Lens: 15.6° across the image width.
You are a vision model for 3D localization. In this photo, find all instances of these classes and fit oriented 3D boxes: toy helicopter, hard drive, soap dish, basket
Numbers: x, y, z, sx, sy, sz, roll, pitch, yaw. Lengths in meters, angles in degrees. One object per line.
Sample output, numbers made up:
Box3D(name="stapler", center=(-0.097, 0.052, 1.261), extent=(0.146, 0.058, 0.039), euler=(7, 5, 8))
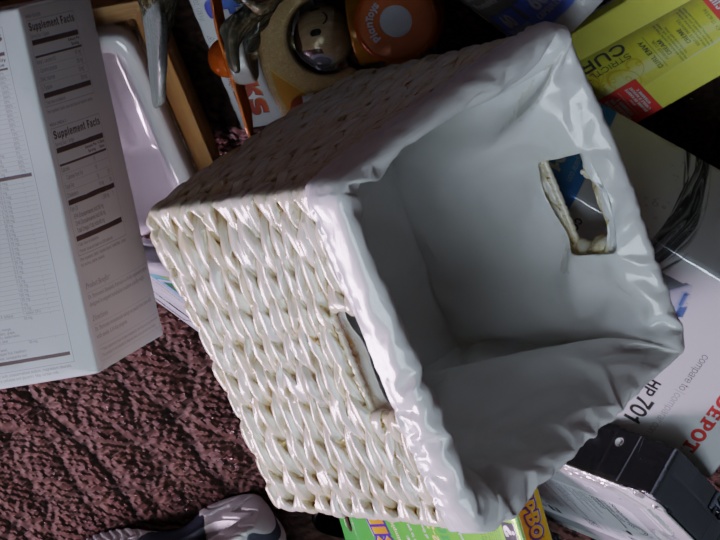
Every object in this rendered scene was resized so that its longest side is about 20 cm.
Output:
Box3D(name="toy helicopter", center=(-0.035, -0.089, 1.483), extent=(0.132, 0.079, 0.201), euler=(16, 99, 3))
Box3D(name="hard drive", center=(0.136, 0.125, 1.574), extent=(0.200, 0.038, 0.140), euler=(18, 161, 43))
Box3D(name="soap dish", center=(-0.188, -0.091, 1.567), extent=(0.199, 0.081, 0.158), euler=(-8, 127, 19))
Box3D(name="basket", center=(0.029, 0.006, 1.349), extent=(0.160, 0.200, 0.199), euler=(-7, 113, 45))

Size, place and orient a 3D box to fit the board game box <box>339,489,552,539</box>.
Box3D(name="board game box", center=(0.046, 0.151, 1.606), extent=(0.200, 0.030, 0.096), euler=(3, 114, 53))

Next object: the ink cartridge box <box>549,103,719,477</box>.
Box3D(name="ink cartridge box", center=(0.153, 0.005, 1.485), extent=(0.200, 0.086, 0.147), euler=(30, 135, 2))

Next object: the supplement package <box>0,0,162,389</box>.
Box3D(name="supplement package", center=(-0.195, -0.043, 1.446), extent=(0.113, 0.110, 0.201), euler=(-9, 97, 16))

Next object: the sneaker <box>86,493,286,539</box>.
Box3D(name="sneaker", center=(-0.124, 0.241, 1.830), extent=(0.199, 0.080, 0.130), euler=(-22, 113, 16))

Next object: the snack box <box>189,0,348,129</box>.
Box3D(name="snack box", center=(-0.066, -0.172, 1.508), extent=(0.072, 0.024, 0.200), euler=(-9, 127, 18))

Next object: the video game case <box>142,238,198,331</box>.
Box3D(name="video game case", center=(-0.042, 0.045, 1.557), extent=(0.200, 0.024, 0.182), euler=(37, 167, -24))

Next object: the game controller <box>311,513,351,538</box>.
Box3D(name="game controller", center=(0.050, 0.116, 1.695), extent=(0.104, 0.042, 0.200), euler=(3, 140, -37))

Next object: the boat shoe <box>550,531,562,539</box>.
Box3D(name="boat shoe", center=(0.082, 0.197, 1.703), extent=(0.063, 0.073, 0.200), euler=(32, 158, -2))

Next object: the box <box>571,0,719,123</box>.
Box3D(name="box", center=(0.147, -0.124, 1.481), extent=(0.200, 0.050, 0.075), euler=(-29, 117, 31))

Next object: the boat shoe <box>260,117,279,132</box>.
Box3D(name="boat shoe", center=(0.000, 0.000, 1.592), extent=(0.071, 0.091, 0.200), euler=(-29, 118, 31))

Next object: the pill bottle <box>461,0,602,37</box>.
Box3D(name="pill bottle", center=(0.048, -0.217, 1.385), extent=(0.200, 0.114, 0.114), euler=(35, 128, -16))

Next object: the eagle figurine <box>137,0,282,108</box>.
Box3D(name="eagle figurine", center=(-0.113, -0.205, 1.388), extent=(0.200, 0.151, 0.152), euler=(37, 134, -6))
